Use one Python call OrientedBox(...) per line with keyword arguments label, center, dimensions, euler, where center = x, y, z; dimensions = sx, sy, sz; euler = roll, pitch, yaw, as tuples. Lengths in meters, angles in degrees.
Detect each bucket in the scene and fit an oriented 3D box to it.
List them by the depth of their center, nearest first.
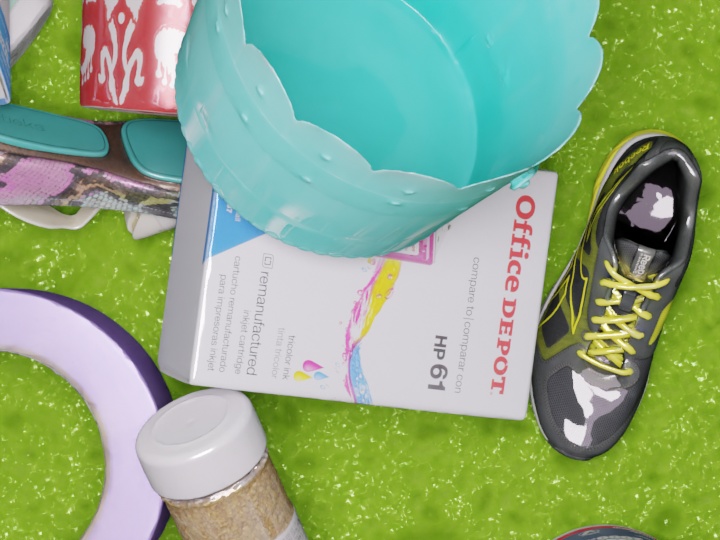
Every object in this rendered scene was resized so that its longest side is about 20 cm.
OrientedBox(label="bucket", center=(0.008, -0.112, 0.929), dimensions=(0.207, 0.135, 0.207), euler=(8, 67, -19))

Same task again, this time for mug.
OrientedBox(label="mug", center=(-0.079, -0.185, 1.034), dimensions=(0.177, 0.133, 0.200), euler=(7, 93, 24))

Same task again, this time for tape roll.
OrientedBox(label="tape roll", center=(-0.206, 0.109, 1.061), dimensions=(0.200, 0.085, 0.200), euler=(0, 89, 1))

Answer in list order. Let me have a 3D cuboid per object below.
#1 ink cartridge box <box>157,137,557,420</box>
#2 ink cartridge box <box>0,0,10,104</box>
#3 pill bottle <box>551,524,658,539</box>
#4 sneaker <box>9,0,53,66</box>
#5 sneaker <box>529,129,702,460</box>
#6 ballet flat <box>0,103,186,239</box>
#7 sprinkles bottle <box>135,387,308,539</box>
OrientedBox(label="ink cartridge box", center=(0.000, 0.000, 1.031), dimensions=(0.200, 0.085, 0.145), euler=(7, 91, -20))
OrientedBox(label="ink cartridge box", center=(-0.274, -0.185, 1.021), dimensions=(0.145, 0.084, 0.200), euler=(-8, 58, 0))
OrientedBox(label="pill bottle", center=(0.145, 0.209, 0.998), dimensions=(0.119, 0.200, 0.120), euler=(0, 90, 0))
OrientedBox(label="sneaker", center=(-0.283, -0.129, 1.065), dimensions=(0.200, 0.074, 0.118), euler=(-37, 96, 3))
OrientedBox(label="sneaker", center=(0.145, 0.012, 1.058), dimensions=(0.074, 0.085, 0.200), euler=(14, 90, 1))
OrientedBox(label="ballet flat", center=(-0.146, -0.053, 1.061), dimensions=(0.200, 0.069, 0.071), euler=(5, 128, -24))
OrientedBox(label="sprinkles bottle", center=(-0.058, 0.163, 1.027), dimensions=(0.068, 0.068, 0.200), euler=(-21, 116, 0))
